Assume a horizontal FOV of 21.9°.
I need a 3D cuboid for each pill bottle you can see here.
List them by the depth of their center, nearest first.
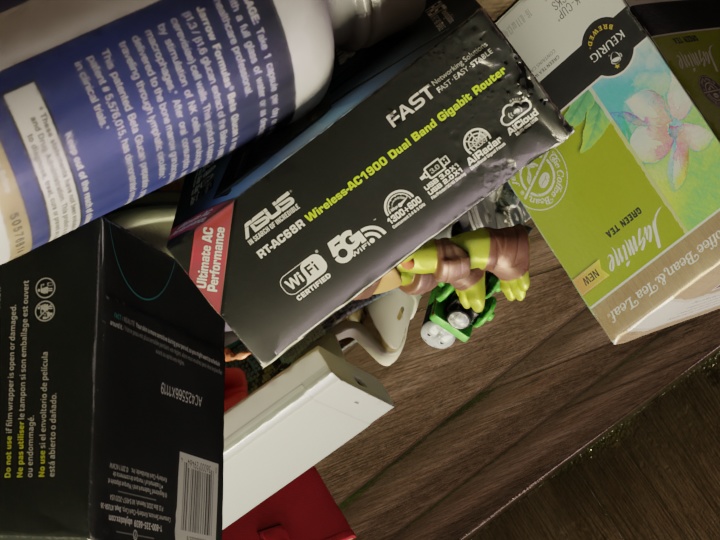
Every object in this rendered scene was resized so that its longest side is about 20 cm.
[{"bbox_3d":[-0.080,-0.090,0.697,0.200,0.111,0.111,-27,165,-17],"label":"pill bottle"}]

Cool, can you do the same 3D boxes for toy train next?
[{"bbox_3d":[0.074,-0.022,1.217,0.056,0.042,0.200,-45,-164,38],"label":"toy train"}]

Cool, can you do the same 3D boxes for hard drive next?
[{"bbox_3d":[-0.082,0.120,1.092,0.200,0.026,0.132,-36,161,6],"label":"hard drive"}]

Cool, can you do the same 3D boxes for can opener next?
[{"bbox_3d":[0.094,-0.064,1.180,0.067,0.053,0.200,-15,-163,29],"label":"can opener"}]

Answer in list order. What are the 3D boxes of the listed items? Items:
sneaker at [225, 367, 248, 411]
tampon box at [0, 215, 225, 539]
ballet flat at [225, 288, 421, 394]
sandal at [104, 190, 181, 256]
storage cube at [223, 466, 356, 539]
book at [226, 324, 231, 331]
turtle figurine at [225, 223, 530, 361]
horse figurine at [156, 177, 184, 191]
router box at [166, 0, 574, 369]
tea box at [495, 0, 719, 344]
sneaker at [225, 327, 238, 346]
[{"bbox_3d":[-0.145,0.055,1.036,0.087,0.074,0.200,-21,156,38],"label":"sneaker"},{"bbox_3d":[-0.174,0.059,0.788,0.200,0.126,0.150,-3,168,16],"label":"tampon box"},{"bbox_3d":[-0.014,0.045,1.169,0.200,0.074,0.074,-34,168,-20],"label":"ballet flat"},{"bbox_3d":[-0.136,0.007,0.910,0.201,0.057,0.080,-7,155,-13],"label":"sandal"},{"bbox_3d":[-0.147,0.167,1.290,0.171,0.180,0.200,-41,163,32],"label":"storage cube"},{"bbox_3d":[-0.005,-0.037,1.177,0.134,0.048,0.200,-18,158,-42],"label":"book"},{"bbox_3d":[0.000,0.000,1.016,0.161,0.064,0.200,-2,160,-27],"label":"turtle figurine"},{"bbox_3d":[-0.056,-0.066,0.922,0.200,0.050,0.133,-29,145,26],"label":"horse figurine"},{"bbox_3d":[-0.001,-0.053,0.780,0.150,0.062,0.200,-37,-167,6],"label":"router box"},{"bbox_3d":[0.193,-0.083,1.124,0.134,0.197,0.200,-42,162,34],"label":"tea box"},{"bbox_3d":[-0.054,0.052,1.271,0.200,0.093,0.070,-18,161,-44],"label":"sneaker"}]
